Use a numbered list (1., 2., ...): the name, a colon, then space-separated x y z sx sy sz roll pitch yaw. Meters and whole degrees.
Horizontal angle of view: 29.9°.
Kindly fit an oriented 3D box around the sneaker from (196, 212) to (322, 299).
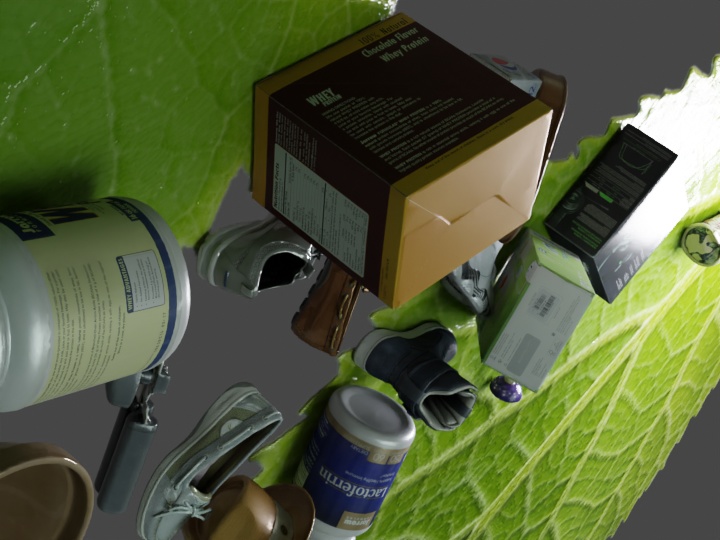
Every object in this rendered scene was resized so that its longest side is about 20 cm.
1. sneaker: -0.065 -0.019 1.330 0.199 0.082 0.075 -30 144 -37

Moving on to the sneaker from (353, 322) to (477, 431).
1. sneaker: 0.098 0.133 1.675 0.201 0.146 0.078 -4 124 -56

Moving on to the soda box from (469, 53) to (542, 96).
1. soda box: 0.122 -0.137 1.498 0.068 0.063 0.202 -9 129 -52

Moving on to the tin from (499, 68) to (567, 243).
1. tin: 0.180 -0.131 1.531 0.112 0.041 0.203 172 -64 -81

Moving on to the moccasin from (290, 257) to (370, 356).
1. moccasin: 0.000 0.000 1.437 0.203 0.077 0.074 -60 174 12

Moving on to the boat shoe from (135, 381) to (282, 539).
1. boat shoe: -0.165 0.216 1.456 0.203 0.065 0.074 -51 151 -4

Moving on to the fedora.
1. fedora: -0.145 0.293 1.507 0.200 0.200 0.082 -43 113 -18

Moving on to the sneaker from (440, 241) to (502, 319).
1. sneaker: 0.151 -0.021 1.655 0.115 0.075 0.200 -47 148 -6

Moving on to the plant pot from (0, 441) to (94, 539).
1. plant pot: -0.338 0.219 1.176 0.200 0.092 0.202 -36 148 -27

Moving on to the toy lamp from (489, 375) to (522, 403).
1. toy lamp: 0.242 0.098 1.940 0.058 0.058 0.202 -19 135 -46

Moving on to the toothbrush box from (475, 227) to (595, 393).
1. toothbrush box: 0.219 0.047 1.726 0.147 0.085 0.200 -61 -177 14

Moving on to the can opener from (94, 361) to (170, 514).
1. can opener: -0.233 0.145 1.312 0.066 0.054 0.202 12 116 -24

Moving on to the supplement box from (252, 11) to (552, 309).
1. supplement box: 0.034 -0.109 1.257 0.196 0.199 0.134 -32 145 -33

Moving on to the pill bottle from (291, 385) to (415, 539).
1. pill bottle: -0.020 0.253 1.660 0.115 0.115 0.202 -7 128 -52

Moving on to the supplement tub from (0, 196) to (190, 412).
1. supplement tub: -0.246 0.026 1.047 0.199 0.145 0.146 -15 134 -48

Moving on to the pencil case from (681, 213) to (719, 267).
1. pencil case: 0.630 -0.066 2.310 0.199 0.078 0.089 -22 164 -44

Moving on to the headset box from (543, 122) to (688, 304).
1. headset box: 0.358 -0.071 1.889 0.201 0.092 0.174 -50 152 -5
